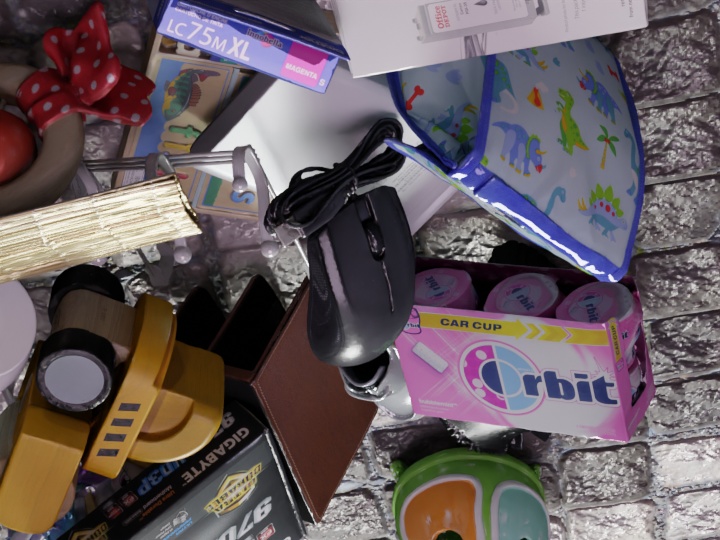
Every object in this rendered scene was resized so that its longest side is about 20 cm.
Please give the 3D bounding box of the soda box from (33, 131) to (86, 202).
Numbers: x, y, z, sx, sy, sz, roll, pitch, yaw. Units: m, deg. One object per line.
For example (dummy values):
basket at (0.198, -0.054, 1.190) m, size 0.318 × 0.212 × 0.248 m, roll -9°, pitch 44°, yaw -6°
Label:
soda box at (-0.308, -0.051, 1.596) m, size 0.199 × 0.064 × 0.068 m, roll -8°, pitch 138°, yaw 1°

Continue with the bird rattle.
bird rattle at (-0.246, -0.099, 1.490) m, size 0.199 × 0.164 × 0.113 m, roll 7°, pitch 155°, yaw 2°

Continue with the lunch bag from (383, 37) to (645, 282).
lunch bag at (0.110, -0.098, 1.490) m, size 0.170 × 0.200 × 0.127 m, roll 31°, pitch 121°, yaw -34°

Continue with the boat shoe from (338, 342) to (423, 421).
boat shoe at (0.005, 0.065, 1.712) m, size 0.070 × 0.072 × 0.201 m, roll 0°, pitch 137°, yaw 25°

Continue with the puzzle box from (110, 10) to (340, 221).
puzzle box at (-0.101, -0.118, 1.575) m, size 0.133 × 0.025 × 0.200 m, roll 7°, pitch 136°, yaw -15°

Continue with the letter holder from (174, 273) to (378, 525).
letter holder at (-0.071, 0.087, 1.760) m, size 0.100 × 0.142 × 0.200 m, roll 13°, pitch 146°, yaw 27°

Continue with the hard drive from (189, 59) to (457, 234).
hard drive at (-0.009, -0.093, 1.582) m, size 0.200 × 0.027 × 0.132 m, roll 20°, pitch 129°, yaw -36°

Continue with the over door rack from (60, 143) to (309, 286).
over door rack at (-0.119, -0.027, 1.581) m, size 0.147 × 0.067 × 0.200 m, roll -2°, pitch 158°, yaw 17°

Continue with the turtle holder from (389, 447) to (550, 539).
turtle holder at (0.103, 0.246, 1.913) m, size 0.140 × 0.132 × 0.186 m, roll -9°, pitch 137°, yaw 2°

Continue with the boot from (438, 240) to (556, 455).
boot at (0.119, 0.070, 1.775) m, size 0.162 × 0.074 × 0.198 m, roll -29°, pitch 133°, yaw 27°

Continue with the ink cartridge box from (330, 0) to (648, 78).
ink cartridge box at (0.078, -0.216, 1.400) m, size 0.199 × 0.147 × 0.083 m, roll -9°, pitch 135°, yaw 5°

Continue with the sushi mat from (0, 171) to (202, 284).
sushi mat at (-0.213, -0.023, 1.463) m, size 0.199 × 0.012 × 0.096 m, roll -14°, pitch 158°, yaw 1°

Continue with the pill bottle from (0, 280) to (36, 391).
pill bottle at (-0.310, 0.050, 1.610) m, size 0.108 × 0.109 × 0.200 m, roll 16°, pitch 166°, yaw -22°

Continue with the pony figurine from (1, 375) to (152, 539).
pony figurine at (-0.238, 0.190, 1.751) m, size 0.166 × 0.193 × 0.200 m, roll 31°, pitch 95°, yaw -40°

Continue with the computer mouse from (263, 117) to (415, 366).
computer mouse at (0.000, 0.000, 1.566) m, size 0.138 × 0.053 × 0.200 m, roll -38°, pitch 141°, yaw -30°

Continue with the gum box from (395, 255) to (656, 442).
gum box at (0.129, 0.060, 1.654) m, size 0.199 × 0.066 × 0.114 m, roll 5°, pitch 128°, yaw 29°

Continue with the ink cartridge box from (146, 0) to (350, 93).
ink cartridge box at (-0.080, -0.168, 1.393) m, size 0.119 × 0.200 × 0.042 m, roll 19°, pitch 104°, yaw -17°

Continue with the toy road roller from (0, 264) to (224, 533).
toy road roller at (-0.189, 0.109, 1.612) m, size 0.146 × 0.123 × 0.200 m, roll 21°, pitch 119°, yaw -13°

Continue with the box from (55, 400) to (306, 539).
box at (-0.144, 0.216, 1.678) m, size 0.200 × 0.046 × 0.159 m, roll -38°, pitch 143°, yaw -18°
